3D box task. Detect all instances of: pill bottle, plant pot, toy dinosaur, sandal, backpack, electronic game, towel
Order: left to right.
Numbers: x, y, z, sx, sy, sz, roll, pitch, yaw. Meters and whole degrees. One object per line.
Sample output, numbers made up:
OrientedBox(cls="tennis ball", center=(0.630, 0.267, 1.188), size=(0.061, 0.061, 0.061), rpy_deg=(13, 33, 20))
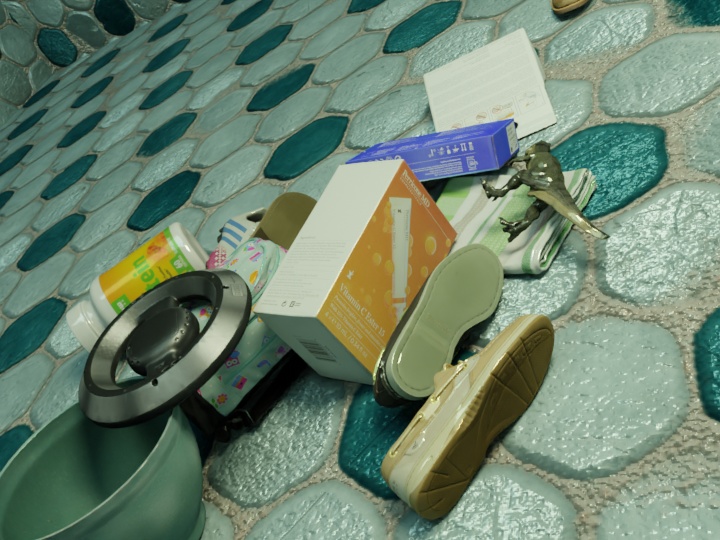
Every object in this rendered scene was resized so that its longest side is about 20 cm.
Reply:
OrientedBox(cls="plant pot", center=(-0.232, 0.220, 0.751), size=(0.199, 0.135, 0.201), rpy_deg=(-22, 28, 12))
OrientedBox(cls="pill bottle", center=(-0.304, 0.033, 1.095), size=(0.200, 0.111, 0.111), rpy_deg=(-36, 32, -2))
OrientedBox(cls="electronic game", center=(-0.194, 0.071, 0.776), size=(0.199, 0.042, 0.201), rpy_deg=(-23, 34, 17))
OrientedBox(cls="backpack", center=(-0.134, 0.065, 0.872), size=(0.200, 0.127, 0.167), rpy_deg=(-44, 35, -2))
OrientedBox(cls="sandal", center=(-0.114, -0.037, 1.030), size=(0.070, 0.078, 0.212), rpy_deg=(-41, 8, 29))
OrientedBox(cls="towel", center=(0.147, -0.059, 0.877), size=(0.199, 0.031, 0.149), rpy_deg=(5, 49, 46))
OrientedBox(cls="toy dinosaur", center=(0.178, -0.079, 0.809), size=(0.088, 0.048, 0.200), rpy_deg=(-24, 36, 10))

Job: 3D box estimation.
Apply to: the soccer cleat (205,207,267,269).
OrientedBox(cls="soccer cleat", center=(-0.159, -0.025, 1.075), size=(0.086, 0.070, 0.200), rpy_deg=(-28, 32, 15))

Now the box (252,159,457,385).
OrientedBox(cls="box", center=(0.000, 0.000, 0.825), size=(0.097, 0.124, 0.201), rpy_deg=(2, 54, 44))

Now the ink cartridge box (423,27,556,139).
OrientedBox(cls="ink cartridge box", center=(0.179, -0.227, 1.078), size=(0.161, 0.050, 0.201), rpy_deg=(-22, 52, 19))

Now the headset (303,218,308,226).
OrientedBox(cls="headset", center=(-0.013, -0.066, 0.973), size=(0.123, 0.094, 0.200), rpy_deg=(-15, 26, 30))

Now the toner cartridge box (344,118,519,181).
OrientedBox(cls="toner cartridge box", center=(0.090, -0.144, 0.985), size=(0.199, 0.043, 0.095), rpy_deg=(-6, 18, 30))

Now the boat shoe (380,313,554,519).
OrientedBox(cls="boat shoe", center=(0.088, 0.110, 0.665), size=(0.069, 0.074, 0.200), rpy_deg=(21, 62, 46))

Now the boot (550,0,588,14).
OrientedBox(cls="boot", center=(0.325, -0.467, 1.213), size=(0.073, 0.076, 0.201), rpy_deg=(-9, 41, 32))

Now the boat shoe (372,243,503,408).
OrientedBox(cls="boat shoe", center=(0.074, 0.050, 0.762), size=(0.201, 0.072, 0.061), rpy_deg=(-50, 3, -37))
